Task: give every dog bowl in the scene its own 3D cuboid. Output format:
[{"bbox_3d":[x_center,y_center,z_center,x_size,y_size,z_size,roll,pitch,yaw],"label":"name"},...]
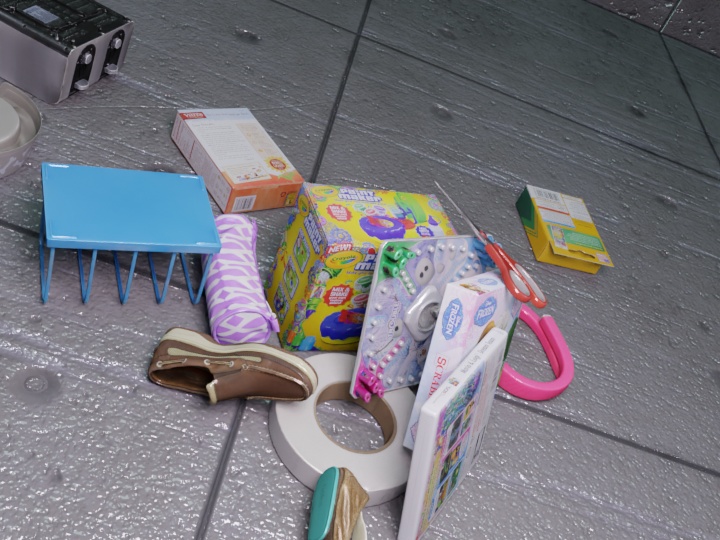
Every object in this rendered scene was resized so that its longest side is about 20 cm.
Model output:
[{"bbox_3d":[-0.549,-0.198,1.088,0.199,0.059,0.201,15,38,-12],"label":"dog bowl"}]

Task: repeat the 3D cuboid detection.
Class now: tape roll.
[{"bbox_3d":[-0.012,0.188,0.955,0.202,0.037,0.203,16,38,-13],"label":"tape roll"}]

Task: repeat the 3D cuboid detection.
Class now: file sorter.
[{"bbox_3d":[-0.296,-0.038,0.990,0.199,0.123,0.139,2,44,-27],"label":"file sorter"}]

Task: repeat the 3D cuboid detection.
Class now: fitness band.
[{"bbox_3d":[0.241,0.110,1.184,0.143,0.038,0.201,7,40,-21],"label":"fitness band"}]

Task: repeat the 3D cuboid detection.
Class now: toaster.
[{"bbox_3d":[-0.500,-0.377,1.274,0.199,0.119,0.181,28,37,3],"label":"toaster"}]

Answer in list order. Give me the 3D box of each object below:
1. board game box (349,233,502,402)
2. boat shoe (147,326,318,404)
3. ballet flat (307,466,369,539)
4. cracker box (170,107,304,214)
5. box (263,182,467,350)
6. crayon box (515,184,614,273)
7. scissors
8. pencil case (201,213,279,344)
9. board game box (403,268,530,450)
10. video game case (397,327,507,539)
[{"bbox_3d":[0.085,0.057,0.974,0.199,0.201,0.026,-5,24,-42],"label":"board game box"},{"bbox_3d":[-0.150,0.126,0.903,0.201,0.075,0.075,8,42,19],"label":"boat shoe"},{"bbox_3d":[-0.031,0.296,0.797,0.072,0.068,0.200,38,42,-17],"label":"ballet flat"},{"bbox_3d":[-0.199,-0.180,1.261,0.133,0.058,0.200,-11,51,-38],"label":"cracker box"},{"bbox_3d":[0.000,0.000,1.052,0.199,0.193,0.122,2,43,-26],"label":"box"},{"bbox_3d":[0.372,-0.067,1.450,0.125,0.052,0.201,12,39,-16],"label":"crayon box"},{"bbox_3d":[0.159,-0.033,0.973,0.073,0.014,0.200,3,47,-52],"label":"scissors"},{"bbox_3d":[-0.163,0.013,1.034,0.085,0.084,0.201,-19,49,0],"label":"pencil case"},{"bbox_3d":[0.134,0.104,0.960,0.041,0.201,0.200,20,16,25],"label":"board game box"},{"bbox_3d":[0.105,0.187,0.890,0.024,0.201,0.182,23,34,25],"label":"video game case"}]
